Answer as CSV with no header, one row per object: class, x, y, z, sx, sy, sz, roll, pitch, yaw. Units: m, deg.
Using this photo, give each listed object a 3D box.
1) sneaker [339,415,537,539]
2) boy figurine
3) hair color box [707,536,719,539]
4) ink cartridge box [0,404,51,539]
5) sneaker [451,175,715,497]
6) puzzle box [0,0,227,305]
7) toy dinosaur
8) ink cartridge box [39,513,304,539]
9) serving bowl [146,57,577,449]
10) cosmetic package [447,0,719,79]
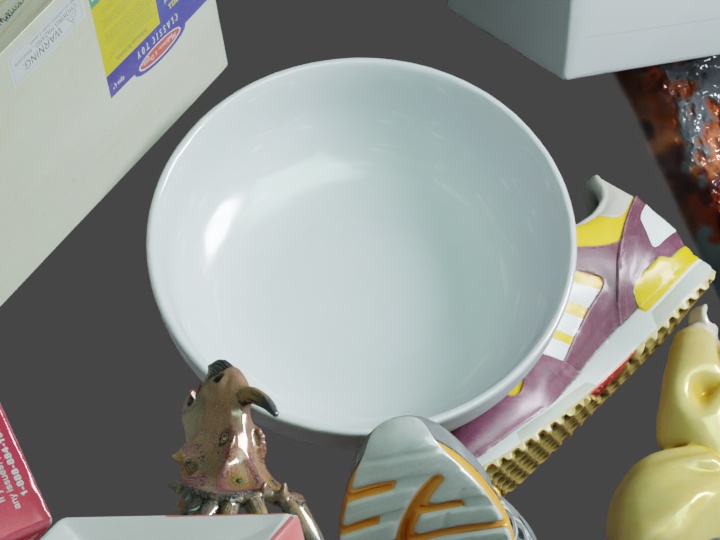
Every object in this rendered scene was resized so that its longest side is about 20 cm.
sneaker,0.041,0.124,1.291,0.078,0.200,0.077,-9,48,13
boy figurine,0.196,0.080,1.422,0.124,0.064,0.200,44,62,-6
hair color box,0.137,0.230,1.317,0.060,0.100,0.200,29,62,-35
ink cartridge box,-0.259,0.090,1.166,0.200,0.145,0.146,-22,83,-28
sneaker,0.080,0.035,1.387,0.090,0.075,0.200,44,58,11
puzzle box,-0.136,-0.080,1.293,0.025,0.133,0.200,25,57,26
toy dinosaur,-0.036,0.152,1.239,0.200,0.136,0.086,46,34,-3
ink cartridge box,-0.067,0.204,1.184,0.068,0.116,0.200,-47,128,-57
serving bowl,0.000,0.000,1.340,0.199,0.066,0.201,0,61,-1
cosmetic package,0.160,-0.216,1.418,0.199,0.123,0.201,-11,119,-26
